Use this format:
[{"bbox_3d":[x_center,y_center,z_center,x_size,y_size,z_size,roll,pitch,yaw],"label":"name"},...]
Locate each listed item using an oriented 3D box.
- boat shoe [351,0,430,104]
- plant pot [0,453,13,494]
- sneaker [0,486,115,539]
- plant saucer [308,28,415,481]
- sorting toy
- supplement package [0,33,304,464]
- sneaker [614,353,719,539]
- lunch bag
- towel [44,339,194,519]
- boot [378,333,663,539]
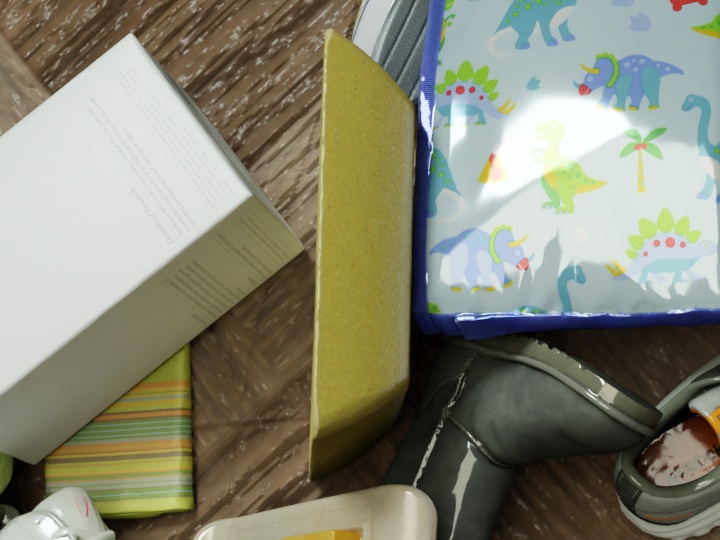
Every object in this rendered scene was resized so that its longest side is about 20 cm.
[{"bbox_3d":[0.042,-0.183,1.181,0.062,0.072,0.201,21,81,45],"label":"boat shoe"},{"bbox_3d":[-0.327,0.120,1.172,0.184,0.200,0.200,-48,69,14],"label":"plant pot"},{"bbox_3d":[-0.151,0.167,1.129,0.199,0.078,0.100,9,85,34],"label":"sneaker"},{"bbox_3d":[0.000,0.000,1.088,0.048,0.200,0.201,2,78,-2],"label":"plant saucer"},{"bbox_3d":[-0.039,0.208,1.071,0.200,0.036,0.186,-17,63,52],"label":"sorting toy"},{"bbox_3d":[-0.153,-0.008,1.151,0.200,0.121,0.120,-38,72,1],"label":"supplement package"},{"bbox_3d":[0.210,0.061,1.061,0.200,0.079,0.074,-41,68,4],"label":"sneaker"},{"bbox_3d":[0.118,-0.056,1.075,0.169,0.128,0.201,-3,55,17],"label":"lunch bag"},{"bbox_3d":[-0.136,0.042,1.209,0.086,0.018,0.201,-4,76,11],"label":"towel"},{"bbox_3d":[0.053,0.131,1.066,0.201,0.072,0.182,-61,25,-7],"label":"boot"}]
